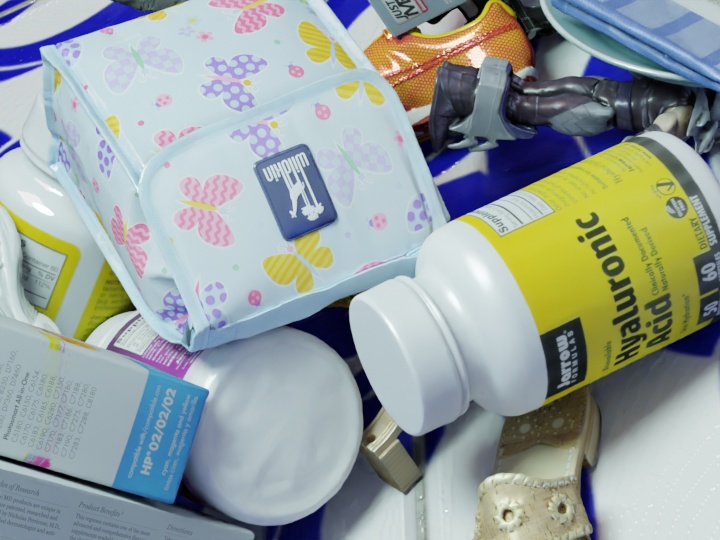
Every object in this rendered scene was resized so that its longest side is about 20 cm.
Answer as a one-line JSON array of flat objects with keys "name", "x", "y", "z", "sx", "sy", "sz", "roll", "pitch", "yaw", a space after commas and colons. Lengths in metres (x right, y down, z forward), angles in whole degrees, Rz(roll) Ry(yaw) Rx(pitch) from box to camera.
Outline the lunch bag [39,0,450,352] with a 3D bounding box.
[{"name": "lunch bag", "x": -0.063, "y": -0.058, "z": 1.481, "sx": 0.169, "sy": 0.127, "sz": 0.200, "roll": -20, "pitch": 55, "yaw": -19}]

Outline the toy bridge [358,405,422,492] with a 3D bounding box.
[{"name": "toy bridge", "x": 0.074, "y": 0.034, "z": 1.503, "sx": 0.200, "sy": 0.067, "sz": 0.027, "roll": -43, "pitch": 36, "yaw": -11}]

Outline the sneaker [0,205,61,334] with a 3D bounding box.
[{"name": "sneaker", "x": -0.242, "y": 0.016, "z": 1.538, "sx": 0.078, "sy": 0.099, "sz": 0.200, "roll": -54, "pitch": 55, "yaw": 27}]

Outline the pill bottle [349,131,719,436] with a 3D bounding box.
[{"name": "pill bottle", "x": 0.099, "y": 0.011, "z": 1.429, "sx": 0.199, "sy": 0.112, "sz": 0.111, "roll": -25, "pitch": 33, "yaw": -17}]

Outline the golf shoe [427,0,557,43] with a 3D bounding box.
[{"name": "golf shoe", "x": 0.120, "y": -0.176, "z": 1.718, "sx": 0.199, "sy": 0.078, "sz": 0.095, "roll": 21, "pitch": 96, "yaw": 34}]

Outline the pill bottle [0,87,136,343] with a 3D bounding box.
[{"name": "pill bottle", "x": -0.187, "y": -0.005, "z": 1.635, "sx": 0.201, "sy": 0.114, "sz": 0.114, "roll": -66, "pitch": 30, "yaw": 21}]

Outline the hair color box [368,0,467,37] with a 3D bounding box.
[{"name": "hair color box", "x": 0.087, "y": -0.238, "z": 1.658, "sx": 0.199, "sy": 0.061, "sz": 0.099, "roll": -25, "pitch": 44, "yaw": 13}]

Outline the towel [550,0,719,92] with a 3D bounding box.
[{"name": "towel", "x": 0.227, "y": -0.165, "z": 1.563, "sx": 0.200, "sy": 0.024, "sz": 0.147, "roll": -27, "pitch": 45, "yaw": -35}]

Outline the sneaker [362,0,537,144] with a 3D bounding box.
[{"name": "sneaker", "x": 0.017, "y": -0.115, "z": 1.698, "sx": 0.199, "sy": 0.073, "sz": 0.078, "roll": -19, "pitch": 75, "yaw": 12}]

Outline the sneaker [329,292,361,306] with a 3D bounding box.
[{"name": "sneaker", "x": 0.000, "y": 0.000, "z": 1.599, "sx": 0.077, "sy": 0.073, "sz": 0.200, "roll": -48, "pitch": 28, "yaw": 3}]

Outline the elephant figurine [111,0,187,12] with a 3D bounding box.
[{"name": "elephant figurine", "x": -0.107, "y": -0.206, "z": 1.856, "sx": 0.141, "sy": 0.156, "sz": 0.200, "roll": 11, "pitch": 42, "yaw": 17}]

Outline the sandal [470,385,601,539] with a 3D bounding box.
[{"name": "sandal", "x": 0.083, "y": 0.122, "z": 1.390, "sx": 0.077, "sy": 0.070, "sz": 0.212, "roll": -16, "pitch": 40, "yaw": 24}]

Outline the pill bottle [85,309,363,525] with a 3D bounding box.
[{"name": "pill bottle", "x": -0.091, "y": 0.076, "z": 1.532, "sx": 0.112, "sy": 0.112, "sz": 0.200, "roll": -46, "pitch": 24, "yaw": -17}]

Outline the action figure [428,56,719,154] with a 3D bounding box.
[{"name": "action figure", "x": 0.144, "y": -0.098, "z": 1.587, "sx": 0.199, "sy": 0.070, "sz": 0.130, "roll": 3, "pitch": 28, "yaw": 12}]

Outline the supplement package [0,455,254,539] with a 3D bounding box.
[{"name": "supplement package", "x": -0.190, "y": 0.156, "z": 1.433, "sx": 0.155, "sy": 0.200, "sz": 0.111, "roll": 15, "pitch": 85, "yaw": 46}]

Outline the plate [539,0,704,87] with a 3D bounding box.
[{"name": "plate", "x": 0.205, "y": -0.151, "z": 1.584, "sx": 0.199, "sy": 0.026, "sz": 0.201, "roll": 2, "pitch": 33, "yaw": -1}]

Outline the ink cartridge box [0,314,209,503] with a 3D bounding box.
[{"name": "ink cartridge box", "x": -0.196, "y": 0.057, "z": 1.403, "sx": 0.115, "sy": 0.199, "sz": 0.068, "roll": 15, "pitch": 86, "yaw": 60}]
